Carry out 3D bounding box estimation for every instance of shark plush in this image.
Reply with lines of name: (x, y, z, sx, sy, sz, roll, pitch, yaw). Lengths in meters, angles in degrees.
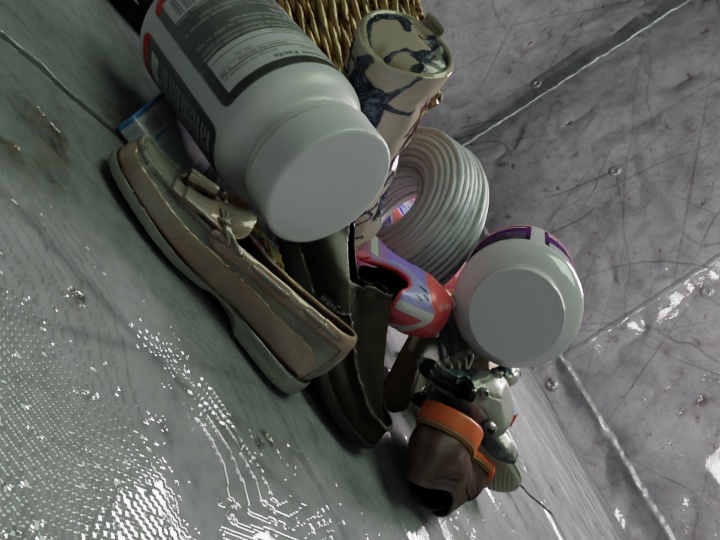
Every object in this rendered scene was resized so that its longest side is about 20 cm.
shark plush: (0.084, 0.122, 0.668, 0.200, 0.083, 0.092, 25, 66, -67)

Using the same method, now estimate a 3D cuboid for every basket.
basket: (-0.032, -0.225, 0.723, 0.143, 0.148, 0.201, -175, -110, -71)

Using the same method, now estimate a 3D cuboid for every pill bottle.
pill bottle: (0.145, 0.022, 0.707, 0.113, 0.112, 0.200, 57, 16, 0)
pill bottle: (-0.070, -0.121, 0.557, 0.200, 0.114, 0.114, 53, 7, 31)

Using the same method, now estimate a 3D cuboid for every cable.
cable: (0.042, -0.060, 0.820, 0.069, 0.200, 0.200, 42, -6, -38)

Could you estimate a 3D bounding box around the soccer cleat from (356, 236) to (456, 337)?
soccer cleat: (0.000, 0.000, 0.692, 0.076, 0.067, 0.200, 26, 5, -45)

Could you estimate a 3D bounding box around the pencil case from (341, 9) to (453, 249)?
pencil case: (0.008, -0.110, 0.628, 0.078, 0.201, 0.089, 33, 43, 8)

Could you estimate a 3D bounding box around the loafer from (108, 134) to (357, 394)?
loafer: (-0.078, -0.011, 0.506, 0.200, 0.063, 0.072, 54, 12, -17)

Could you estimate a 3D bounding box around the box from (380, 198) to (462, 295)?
box: (0.047, -0.024, 0.938, 0.102, 0.095, 0.200, 23, 27, -33)

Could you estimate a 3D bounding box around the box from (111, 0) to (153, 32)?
box: (-0.238, -0.318, 0.715, 0.200, 0.043, 0.161, 48, 14, -43)

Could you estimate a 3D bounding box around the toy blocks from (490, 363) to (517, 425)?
toy blocks: (0.138, 0.148, 0.988, 0.200, 0.100, 0.137, 4, 62, -64)

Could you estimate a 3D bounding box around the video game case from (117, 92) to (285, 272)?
video game case: (-0.106, -0.050, 0.617, 0.200, 0.018, 0.143, 54, 11, -19)

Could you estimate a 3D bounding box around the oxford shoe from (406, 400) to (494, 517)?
oxford shoe: (0.070, 0.178, 0.677, 0.071, 0.073, 0.200, 20, -22, 25)

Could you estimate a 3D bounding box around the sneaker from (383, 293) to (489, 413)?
sneaker: (0.088, 0.085, 0.766, 0.090, 0.067, 0.200, 29, 32, 6)

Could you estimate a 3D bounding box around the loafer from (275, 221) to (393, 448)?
loafer: (-0.007, 0.036, 0.584, 0.073, 0.071, 0.201, -52, 124, -83)

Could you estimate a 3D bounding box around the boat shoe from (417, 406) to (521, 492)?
boat shoe: (0.117, 0.160, 0.848, 0.200, 0.074, 0.062, 52, 45, -8)
